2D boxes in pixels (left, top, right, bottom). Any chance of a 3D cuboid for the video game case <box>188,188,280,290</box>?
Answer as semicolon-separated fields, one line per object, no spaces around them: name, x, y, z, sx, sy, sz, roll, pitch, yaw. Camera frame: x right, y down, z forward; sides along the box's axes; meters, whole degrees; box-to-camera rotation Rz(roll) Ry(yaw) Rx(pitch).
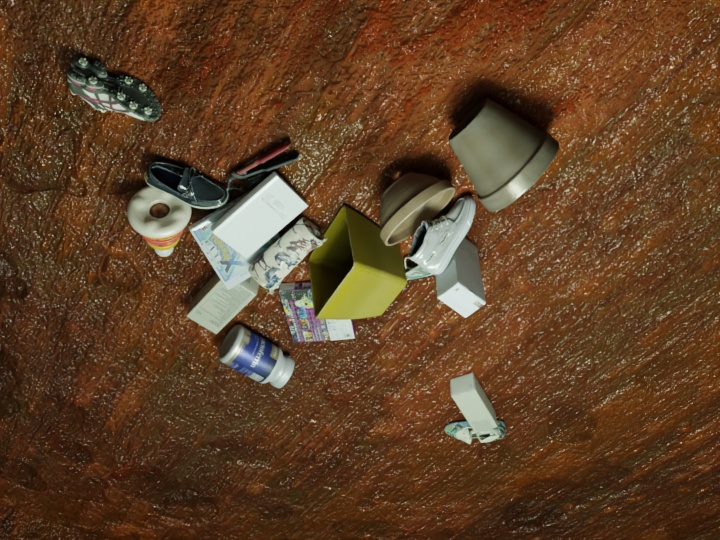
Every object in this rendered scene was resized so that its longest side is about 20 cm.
video game case;-0.291;-0.072;1.610;0.180;0.022;0.202;-31;128;-8

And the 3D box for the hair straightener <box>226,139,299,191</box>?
hair straightener;-0.222;-0.221;1.513;0.197;0.041;0.077;-27;126;17

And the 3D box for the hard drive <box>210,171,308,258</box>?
hard drive;-0.234;-0.127;1.548;0.199;0.027;0.132;-39;139;8

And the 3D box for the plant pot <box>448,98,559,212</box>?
plant pot;0.282;-0.254;1.380;0.173;0.201;0.199;42;122;-11

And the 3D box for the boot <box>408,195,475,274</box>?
boot;0.186;-0.096;1.529;0.095;0.073;0.203;27;88;-27

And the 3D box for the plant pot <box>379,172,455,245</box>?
plant pot;0.111;-0.154;1.497;0.201;0.200;0.093;-44;76;33

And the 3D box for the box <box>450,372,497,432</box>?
box;0.345;0.404;2.013;0.081;0.069;0.201;-19;127;18

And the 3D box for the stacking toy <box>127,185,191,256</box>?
stacking toy;-0.477;-0.098;1.604;0.143;0.149;0.201;9;149;-5

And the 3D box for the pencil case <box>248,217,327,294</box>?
pencil case;-0.176;-0.039;1.612;0.199;0.078;0.090;-42;100;10

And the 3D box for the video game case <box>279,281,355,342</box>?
video game case;-0.115;0.112;1.804;0.177;0.036;0.203;-5;130;7

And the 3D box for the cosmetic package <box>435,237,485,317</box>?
cosmetic package;0.233;0.002;1.580;0.101;0.202;0.074;34;127;-25

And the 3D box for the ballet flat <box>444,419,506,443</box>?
ballet flat;0.365;0.517;2.111;0.196;0.075;0.075;-9;131;11

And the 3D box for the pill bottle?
pill bottle;-0.292;0.248;1.879;0.198;0.117;0.115;33;125;-25

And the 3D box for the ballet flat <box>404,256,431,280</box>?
ballet flat;0.111;0.003;1.691;0.197;0.067;0.065;-22;100;20

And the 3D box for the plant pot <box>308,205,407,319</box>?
plant pot;0.000;0.000;1.609;0.174;0.202;0.201;16;132;-26

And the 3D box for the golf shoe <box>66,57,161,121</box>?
golf shoe;-0.517;-0.369;1.396;0.197;0.078;0.088;27;148;-17

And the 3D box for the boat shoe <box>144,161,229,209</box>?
boat shoe;-0.399;-0.197;1.520;0.197;0.076;0.062;20;159;-9

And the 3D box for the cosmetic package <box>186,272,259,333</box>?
cosmetic package;-0.364;0.070;1.756;0.105;0.072;0.199;35;124;-24
